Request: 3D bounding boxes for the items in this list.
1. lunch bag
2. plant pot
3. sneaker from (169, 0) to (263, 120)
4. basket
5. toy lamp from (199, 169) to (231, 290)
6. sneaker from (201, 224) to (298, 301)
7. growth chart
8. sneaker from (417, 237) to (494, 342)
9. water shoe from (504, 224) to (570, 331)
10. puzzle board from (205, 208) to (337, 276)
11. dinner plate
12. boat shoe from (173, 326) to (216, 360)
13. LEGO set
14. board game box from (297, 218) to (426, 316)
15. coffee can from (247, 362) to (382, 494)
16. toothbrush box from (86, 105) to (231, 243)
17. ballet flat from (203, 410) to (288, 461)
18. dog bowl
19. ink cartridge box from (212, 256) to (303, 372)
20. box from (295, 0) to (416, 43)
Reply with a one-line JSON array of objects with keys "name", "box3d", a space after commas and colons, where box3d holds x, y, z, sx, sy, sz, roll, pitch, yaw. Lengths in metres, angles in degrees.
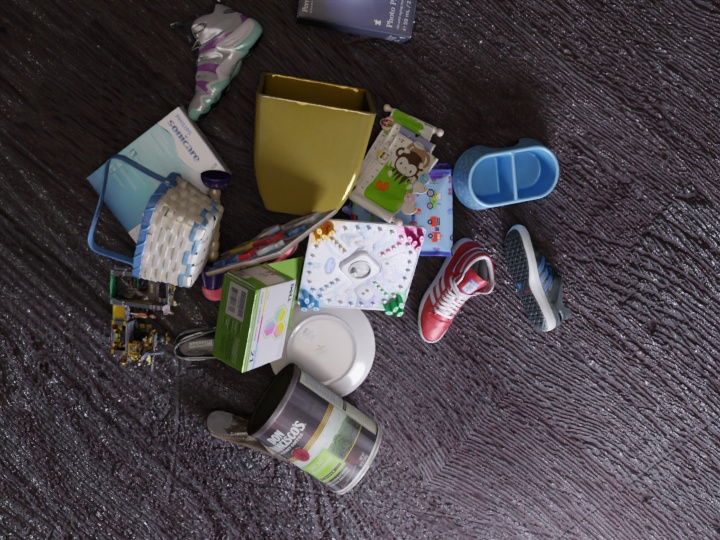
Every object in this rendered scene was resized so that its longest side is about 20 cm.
[{"name": "lunch bag", "box3d": [0.064, -0.106, 1.691, 0.196, 0.094, 0.154, -1, 103, 4]}, {"name": "plant pot", "box3d": [-0.089, -0.201, 1.606, 0.190, 0.196, 0.204, 8, 110, -7]}, {"name": "sneaker", "box3d": [-0.269, -0.364, 1.613, 0.139, 0.078, 0.202, 33, 78, -6]}, {"name": "basket", "box3d": [-0.333, -0.072, 1.538, 0.197, 0.140, 0.178, 22, 121, -4]}, {"name": "toy lamp", "box3d": [-0.246, -0.065, 1.615, 0.057, 0.058, 0.204, 5, 113, -6]}, {"name": "sneaker", "box3d": [-0.198, -0.014, 1.675, 0.198, 0.087, 0.074, -34, 100, 1]}, {"name": "growth chart", "box3d": [0.061, -0.180, 1.643, 0.143, 0.018, 0.202, 22, 75, 22]}, {"name": "sneaker", "box3d": [0.170, 0.047, 1.703, 0.070, 0.112, 0.203, 21, 98, -21]}, {"name": "water shoe", "box3d": [0.322, 0.007, 1.748, 0.078, 0.071, 0.203, -23, 101, -29]}, {"name": "puzzle board", "box3d": [-0.148, -0.048, 1.560, 0.150, 0.198, 0.018, -41, 110, -41]}, {"name": "dinner plate", "box3d": [-0.070, 0.144, 1.748, 0.196, 0.024, 0.204, -1, 99, -5]}, {"name": "boat shoe", "box3d": [-0.235, 0.123, 1.702, 0.195, 0.068, 0.075, -3, 98, -3]}, {"name": "LEGO set", "box3d": [-0.351, 0.067, 1.642, 0.114, 0.154, 0.204, 6, 92, 11]}, {"name": "board game box", "box3d": [0.000, 0.000, 1.663, 0.196, 0.026, 0.202, 4, 132, -11]}, {"name": "coffee can", "box3d": [-0.080, 0.281, 1.701, 0.199, 0.146, 0.147, 36, 95, -14]}, {"name": "toothbrush box", "box3d": [-0.340, -0.163, 1.637, 0.199, 0.085, 0.147, -37, 102, 3]}, {"name": "ballet flat", "box3d": [-0.193, 0.302, 1.756, 0.197, 0.046, 0.069, 17, 67, -13]}, {"name": "dog bowl", "box3d": [0.262, -0.169, 1.690, 0.196, 0.050, 0.114, -11, 103, -16]}, {"name": "ink cartridge box", "box3d": [-0.146, 0.067, 1.607, 0.075, 0.199, 0.150, 24, 113, 31]}, {"name": "box", "box3d": [0.000, -0.499, 1.593, 0.194, 0.123, 0.204, 8, 99, -5]}]
